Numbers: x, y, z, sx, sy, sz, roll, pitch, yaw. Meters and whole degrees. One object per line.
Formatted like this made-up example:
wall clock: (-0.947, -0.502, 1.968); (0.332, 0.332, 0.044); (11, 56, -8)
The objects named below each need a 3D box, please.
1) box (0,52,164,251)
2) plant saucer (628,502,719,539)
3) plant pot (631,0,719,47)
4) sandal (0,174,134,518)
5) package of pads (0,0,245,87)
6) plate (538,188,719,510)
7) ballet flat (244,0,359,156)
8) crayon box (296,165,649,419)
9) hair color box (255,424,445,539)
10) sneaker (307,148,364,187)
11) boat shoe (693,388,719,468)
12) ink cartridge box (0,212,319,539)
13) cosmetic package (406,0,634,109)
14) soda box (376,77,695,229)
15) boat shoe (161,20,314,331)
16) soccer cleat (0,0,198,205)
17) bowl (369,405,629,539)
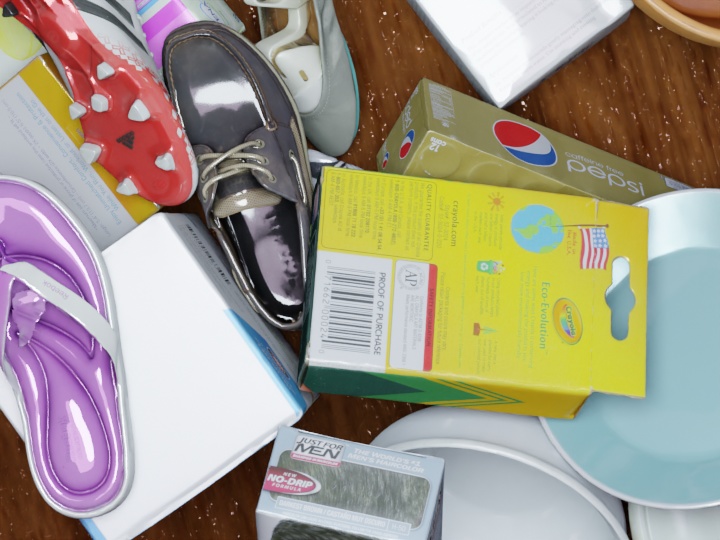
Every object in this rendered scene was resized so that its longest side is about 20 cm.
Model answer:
box: (-0.227, -0.030, 1.607); (0.200, 0.041, 0.119); (-37, 93, 20)
plant saucer: (0.259, 0.161, 1.595); (0.200, 0.050, 0.201); (17, 54, -25)
plant pot: (0.229, -0.227, 1.602); (0.200, 0.140, 0.201); (0, 86, -4)
sandal: (-0.173, 0.040, 1.462); (0.082, 0.050, 0.203); (-20, 90, 3)
package of pads: (-0.196, -0.149, 1.630); (0.200, 0.068, 0.155); (-39, 89, 17)
plate: (0.198, 0.048, 1.541); (0.200, 0.026, 0.201); (-8, 67, 18)
ballet flat: (-0.047, -0.159, 1.623); (0.067, 0.064, 0.200); (15, 121, 41)
crayon box: (0.067, 0.016, 1.529); (0.199, 0.051, 0.127); (7, 67, -6)
hair color box: (-0.005, 0.172, 1.535); (0.099, 0.200, 0.061); (11, 58, 7)
sneaker: (0.000, 0.000, 1.645); (0.200, 0.075, 0.115); (24, 88, -2)
boat shoe: (0.221, 0.055, 1.590); (0.073, 0.200, 0.063); (2, 135, 0)
ink cartridge box: (-0.126, 0.063, 1.586); (0.146, 0.200, 0.147); (-35, 89, 3)
cosmetic package: (0.069, -0.209, 1.642); (0.113, 0.081, 0.200); (-36, 88, 1)
soda box: (0.112, -0.044, 1.609); (0.200, 0.064, 0.068); (21, 122, -17)
boat shoe: (-0.063, -0.055, 1.564); (0.074, 0.073, 0.200); (-23, 103, 9)
soccer cleat: (-0.151, -0.130, 1.544); (0.069, 0.085, 0.200); (-35, 93, 38)
bowl: (0.081, 0.146, 1.617); (0.201, 0.201, 0.090); (19, 46, 1)
